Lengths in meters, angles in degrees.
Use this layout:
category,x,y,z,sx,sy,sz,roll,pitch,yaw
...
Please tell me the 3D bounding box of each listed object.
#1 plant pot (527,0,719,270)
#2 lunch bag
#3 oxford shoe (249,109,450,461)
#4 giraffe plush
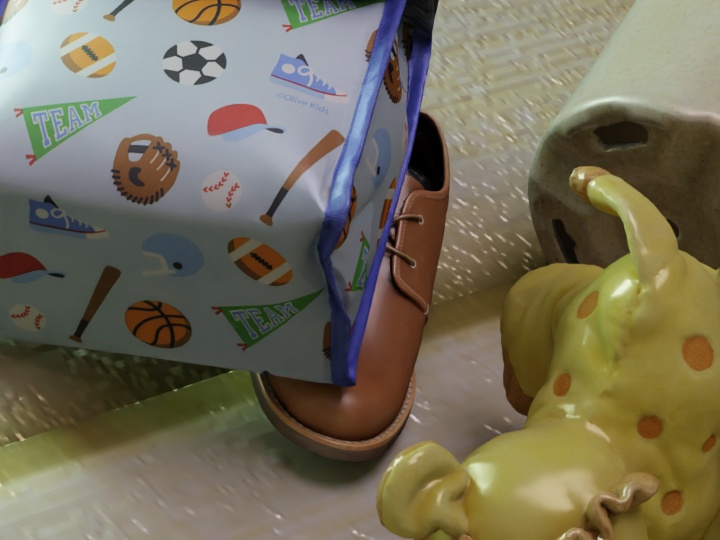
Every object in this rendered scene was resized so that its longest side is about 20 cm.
category,x,y,z,sx,sy,sz,roll,pitch,yaw
plant pot,0.172,-0.061,1.282,0.200,0.201,0.183,32,47,17
lunch bag,-0.063,-0.072,1.152,0.169,0.124,0.200,10,48,8
oxford shoe,0.000,0.000,1.196,0.071,0.071,0.200,19,36,-5
giraffe plush,0.087,0.082,1.072,0.172,0.200,0.162,35,66,15
